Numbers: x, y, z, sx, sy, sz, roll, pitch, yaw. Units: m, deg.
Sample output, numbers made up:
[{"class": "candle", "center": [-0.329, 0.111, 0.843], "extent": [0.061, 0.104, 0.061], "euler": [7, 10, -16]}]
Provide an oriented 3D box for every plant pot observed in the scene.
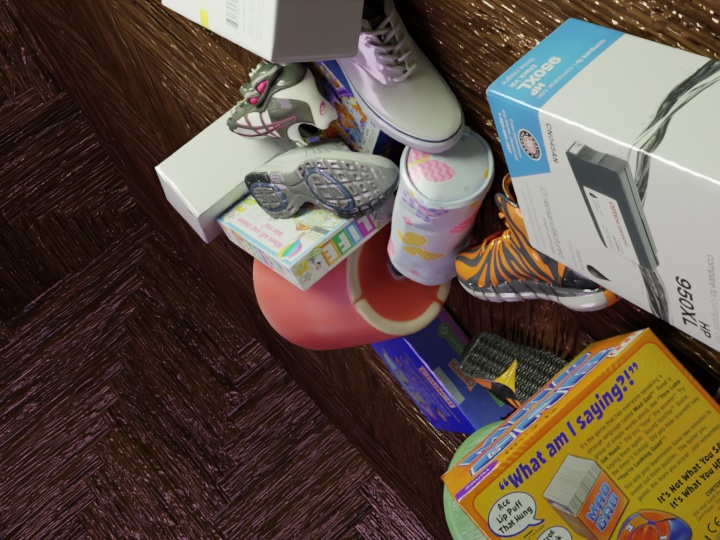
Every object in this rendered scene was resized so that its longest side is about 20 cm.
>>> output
[{"class": "plant pot", "center": [0.000, 0.000, 1.023], "extent": [0.201, 0.200, 0.177], "euler": [56, 154, -18]}]

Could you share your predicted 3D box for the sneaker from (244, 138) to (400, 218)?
[{"class": "sneaker", "center": [-0.034, -0.104, 0.893], "extent": [0.199, 0.087, 0.075], "euler": [6, 135, 44]}]

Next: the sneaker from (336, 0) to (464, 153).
[{"class": "sneaker", "center": [0.014, -0.183, 0.724], "extent": [0.200, 0.073, 0.071], "euler": [49, 169, 7]}]

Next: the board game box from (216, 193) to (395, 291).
[{"class": "board game box", "center": [-0.062, -0.060, 0.957], "extent": [0.200, 0.134, 0.034], "euler": [31, 156, 55]}]

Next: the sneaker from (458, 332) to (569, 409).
[{"class": "sneaker", "center": [0.201, 0.132, 0.976], "extent": [0.090, 0.070, 0.200], "euler": [36, 174, -37]}]

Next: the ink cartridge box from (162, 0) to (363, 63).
[{"class": "ink cartridge box", "center": [-0.082, -0.263, 0.690], "extent": [0.200, 0.083, 0.146], "euler": [37, 130, 43]}]

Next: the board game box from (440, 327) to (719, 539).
[{"class": "board game box", "center": [0.211, 0.194, 0.738], "extent": [0.200, 0.200, 0.200], "euler": [49, 176, 7]}]

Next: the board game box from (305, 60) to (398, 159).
[{"class": "board game box", "center": [-0.019, -0.170, 0.915], "extent": [0.135, 0.045, 0.200], "euler": [49, 166, 7]}]

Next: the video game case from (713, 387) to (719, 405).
[{"class": "video game case", "center": [0.347, 0.150, 0.636], "extent": [0.200, 0.017, 0.143], "euler": [44, 165, 27]}]

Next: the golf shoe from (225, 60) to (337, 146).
[{"class": "golf shoe", "center": [-0.083, -0.158, 0.904], "extent": [0.088, 0.077, 0.200], "euler": [45, 167, -7]}]

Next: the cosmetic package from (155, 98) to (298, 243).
[{"class": "cosmetic package", "center": [-0.138, -0.135, 1.053], "extent": [0.085, 0.200, 0.108], "euler": [48, 165, 8]}]

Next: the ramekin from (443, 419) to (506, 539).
[{"class": "ramekin", "center": [0.204, 0.261, 1.011], "extent": [0.200, 0.200, 0.098], "euler": [48, 158, 11]}]

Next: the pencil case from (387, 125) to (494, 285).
[{"class": "pencil case", "center": [0.074, -0.058, 0.829], "extent": [0.083, 0.091, 0.200], "euler": [29, 162, 10]}]

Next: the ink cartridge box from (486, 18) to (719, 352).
[{"class": "ink cartridge box", "center": [0.183, -0.047, 0.516], "extent": [0.200, 0.084, 0.145], "euler": [36, 160, 45]}]

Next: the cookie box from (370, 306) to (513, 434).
[{"class": "cookie box", "center": [0.111, 0.142, 1.229], "extent": [0.171, 0.075, 0.200], "euler": [52, 166, -3]}]

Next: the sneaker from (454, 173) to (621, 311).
[{"class": "sneaker", "center": [0.137, -0.035, 0.740], "extent": [0.200, 0.078, 0.112], "euler": [3, 127, 57]}]
